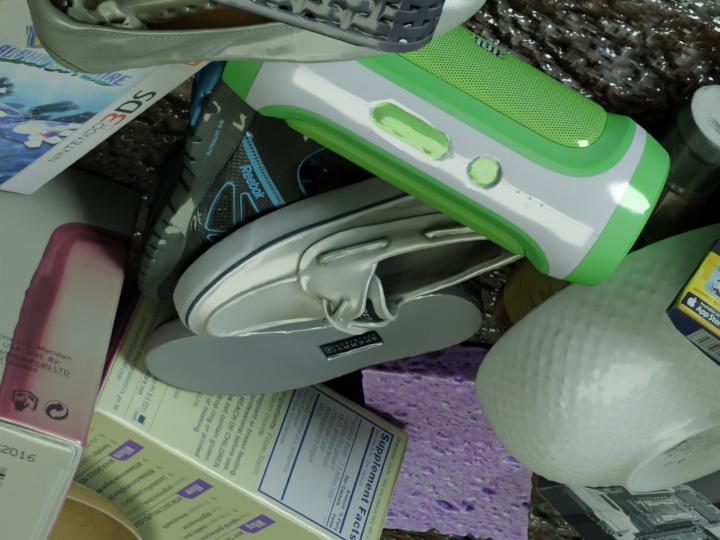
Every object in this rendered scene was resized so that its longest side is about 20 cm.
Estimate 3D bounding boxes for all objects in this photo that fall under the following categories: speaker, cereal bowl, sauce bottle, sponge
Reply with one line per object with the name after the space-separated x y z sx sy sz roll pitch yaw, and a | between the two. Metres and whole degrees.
0.040 -0.072 0.789 0.200 0.088 0.088 29 142 -3 | speaker
0.166 0.059 0.891 0.200 0.083 0.200 -18 157 -8 | cereal bowl
0.136 -0.021 0.878 0.066 0.066 0.200 19 144 -11 | sauce bottle
0.060 0.115 1.109 0.111 0.030 0.200 6 144 7 | sponge

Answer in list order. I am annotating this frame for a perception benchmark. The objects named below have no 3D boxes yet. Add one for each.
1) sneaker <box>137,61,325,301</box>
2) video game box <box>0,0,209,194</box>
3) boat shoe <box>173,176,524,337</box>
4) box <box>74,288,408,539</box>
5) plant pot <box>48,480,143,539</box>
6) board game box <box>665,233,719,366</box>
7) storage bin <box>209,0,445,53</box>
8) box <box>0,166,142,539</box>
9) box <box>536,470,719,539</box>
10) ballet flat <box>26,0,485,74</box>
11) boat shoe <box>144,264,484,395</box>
-0.066 -0.038 0.899 0.082 0.073 0.200 14 146 -13 | sneaker
-0.197 -0.103 0.808 0.200 0.047 0.182 10 150 -40 | video game box
0.000 0.000 0.885 0.200 0.066 0.072 -20 152 3 | boat shoe
-0.105 0.122 1.080 0.200 0.097 0.176 32 144 -17 | box
-0.230 0.169 1.059 0.200 0.028 0.200 0 144 0 | plant pot
0.275 -0.001 0.798 0.200 0.200 0.062 36 169 2 | board game box
-0.051 -0.176 0.638 0.200 0.135 0.094 17 128 -8 | storage bin
-0.198 0.046 0.921 0.109 0.200 0.128 18 131 -12 | box
0.237 0.144 1.087 0.200 0.050 0.158 -14 137 30 | box
-0.042 -0.122 0.712 0.200 0.067 0.064 -7 157 1 | ballet flat
-0.028 0.017 0.963 0.200 0.070 0.071 -15 141 18 | boat shoe
